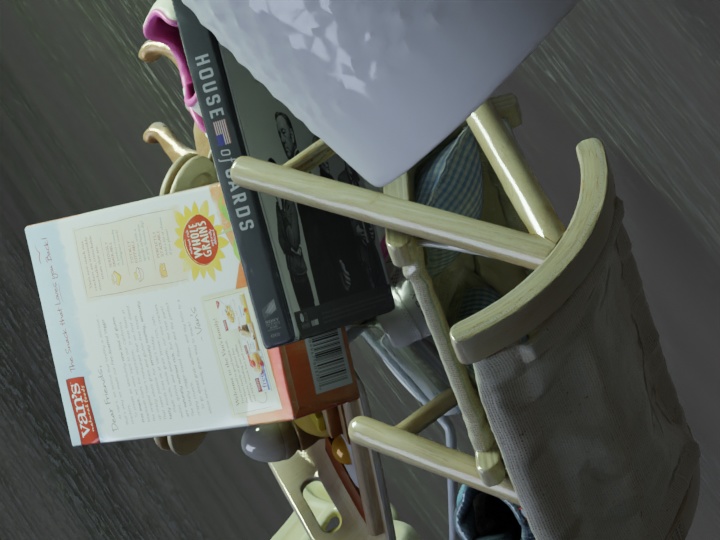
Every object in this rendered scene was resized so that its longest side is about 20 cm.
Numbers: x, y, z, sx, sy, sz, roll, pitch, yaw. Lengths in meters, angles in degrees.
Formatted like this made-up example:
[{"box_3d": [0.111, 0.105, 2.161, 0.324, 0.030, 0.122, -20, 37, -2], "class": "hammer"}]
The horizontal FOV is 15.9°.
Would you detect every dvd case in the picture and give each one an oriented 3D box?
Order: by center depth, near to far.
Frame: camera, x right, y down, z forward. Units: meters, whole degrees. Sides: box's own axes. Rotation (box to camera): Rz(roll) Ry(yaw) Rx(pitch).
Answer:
[{"box_3d": [-0.039, -0.066, 1.338, 0.150, 0.025, 0.201, -14, -91, -69], "class": "dvd case"}]

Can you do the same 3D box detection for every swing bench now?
[{"box_3d": [0.068, 0.027, 1.205, 0.200, 0.129, 0.200, 38, 157, 45], "class": "swing bench"}]

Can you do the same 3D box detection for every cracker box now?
[{"box_3d": [-0.098, 0.022, 1.465, 0.199, 0.058, 0.135, -9, 94, 45], "class": "cracker box"}]

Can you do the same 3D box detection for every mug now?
[{"box_3d": [0.007, -0.156, 0.901, 0.175, 0.148, 0.200, 43, 129, -7], "class": "mug"}]

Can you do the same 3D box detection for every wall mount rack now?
[{"box_3d": [0.042, 0.105, 1.634, 0.174, 0.075, 0.200, 49, 170, -2], "class": "wall mount rack"}]

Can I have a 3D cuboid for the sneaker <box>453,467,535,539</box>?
[{"box_3d": [0.084, 0.110, 1.410, 0.080, 0.095, 0.200, 58, 168, 0], "class": "sneaker"}]

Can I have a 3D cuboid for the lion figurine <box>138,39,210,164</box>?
[{"box_3d": [-0.082, -0.093, 1.649, 0.122, 0.072, 0.200, 44, 159, 26], "class": "lion figurine"}]

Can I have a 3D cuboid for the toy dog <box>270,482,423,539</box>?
[{"box_3d": [0.017, 0.281, 2.110, 0.193, 0.140, 0.201, 3, 132, 30], "class": "toy dog"}]

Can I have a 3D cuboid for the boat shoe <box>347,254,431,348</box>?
[{"box_3d": [0.000, 0.000, 1.542, 0.071, 0.069, 0.200, 59, 170, -19], "class": "boat shoe"}]

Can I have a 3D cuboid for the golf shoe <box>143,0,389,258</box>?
[{"box_3d": [-0.054, -0.082, 1.459, 0.075, 0.091, 0.201, -29, 92, 49], "class": "golf shoe"}]

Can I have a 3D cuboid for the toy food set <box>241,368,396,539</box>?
[{"box_3d": [-0.041, 0.084, 1.565, 0.144, 0.060, 0.201, -122, 15, -44], "class": "toy food set"}]

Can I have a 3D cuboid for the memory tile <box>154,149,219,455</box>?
[{"box_3d": [-0.080, 0.004, 1.595, 0.017, 0.153, 0.201, 18, 120, 25], "class": "memory tile"}]
